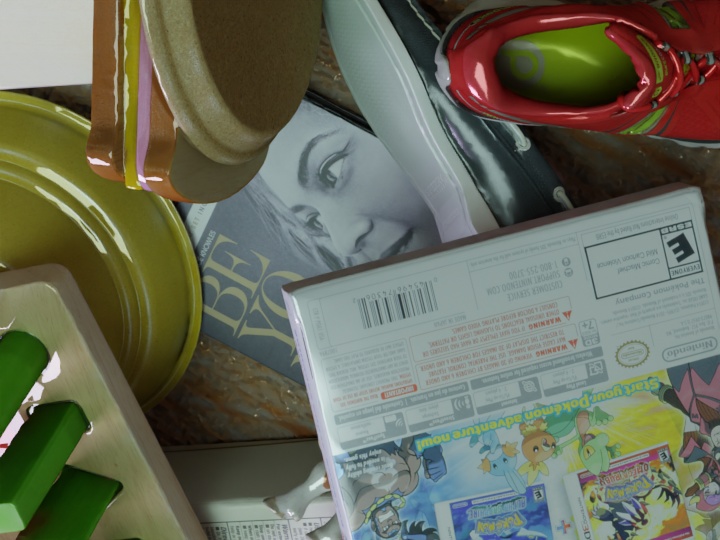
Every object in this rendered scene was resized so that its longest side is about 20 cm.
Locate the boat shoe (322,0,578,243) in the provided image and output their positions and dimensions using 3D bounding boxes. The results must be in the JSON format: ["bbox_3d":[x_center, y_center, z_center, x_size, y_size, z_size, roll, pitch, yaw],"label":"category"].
[{"bbox_3d":[0.048,-0.069,1.452,0.060,0.076,0.201,-29,95,-19],"label":"boat shoe"}]

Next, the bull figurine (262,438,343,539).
[{"bbox_3d":[0.030,0.097,1.476,0.200,0.065,0.122,35,84,18],"label":"bull figurine"}]

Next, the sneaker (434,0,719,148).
[{"bbox_3d":[0.134,-0.089,1.382,0.199,0.085,0.078,-3,98,-5],"label":"sneaker"}]

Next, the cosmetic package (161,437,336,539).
[{"bbox_3d":[-0.070,0.149,1.582,0.199,0.073,0.104,-4,114,17],"label":"cosmetic package"}]

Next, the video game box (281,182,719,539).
[{"bbox_3d":[0.080,0.071,1.401,0.199,0.047,0.183,-14,95,-7],"label":"video game box"}]

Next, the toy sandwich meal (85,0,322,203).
[{"bbox_3d":[-0.078,-0.133,1.384,0.070,0.205,0.206,-2,115,21],"label":"toy sandwich meal"}]

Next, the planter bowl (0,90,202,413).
[{"bbox_3d":[-0.187,0.017,1.534,0.199,0.084,0.202,10,121,17],"label":"planter bowl"}]

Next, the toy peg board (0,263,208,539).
[{"bbox_3d":[-0.204,0.118,1.492,0.198,0.098,0.201,-10,120,27],"label":"toy peg board"}]

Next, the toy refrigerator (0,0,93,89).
[{"bbox_3d":[-0.183,-0.127,1.479,0.199,0.076,0.070,-3,114,16],"label":"toy refrigerator"}]

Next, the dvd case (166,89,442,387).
[{"bbox_3d":[0.000,0.000,1.523,0.199,0.016,0.149,28,120,1],"label":"dvd case"}]
